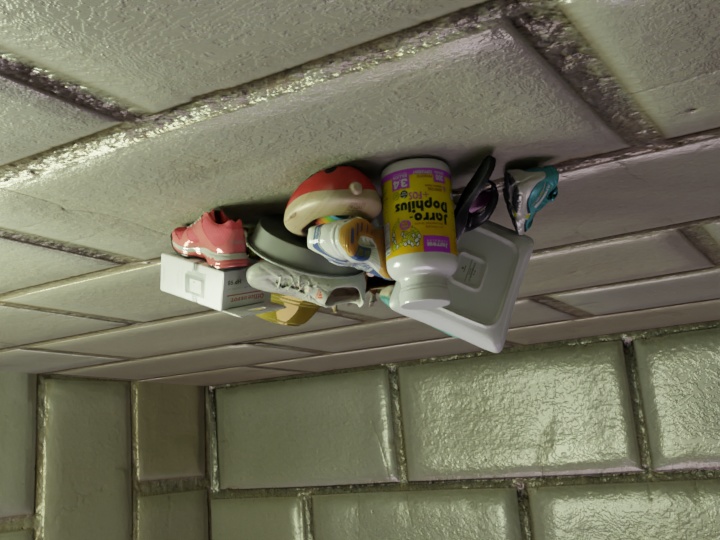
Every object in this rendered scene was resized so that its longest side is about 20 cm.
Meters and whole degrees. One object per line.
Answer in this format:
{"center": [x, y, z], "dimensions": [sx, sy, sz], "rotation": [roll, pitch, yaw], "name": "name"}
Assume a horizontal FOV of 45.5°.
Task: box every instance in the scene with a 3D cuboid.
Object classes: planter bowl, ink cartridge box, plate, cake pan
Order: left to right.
{"center": [-0.225, 0.016, 1.422], "dimensions": [0.198, 0.068, 0.115], "rotation": [15, -165, 37], "name": "ink cartridge box"}
{"center": [-0.141, 0.049, 1.548], "dimensions": [0.198, 0.085, 0.200], "rotation": [17, -175, -1], "name": "planter bowl"}
{"center": [-0.083, -0.043, 1.370], "dimensions": [0.197, 0.037, 0.201], "rotation": [14, -162, -5], "name": "cake pan"}
{"center": [0.166, 0.002, 1.353], "dimensions": [0.198, 0.202, 0.032], "rotation": [22, 167, -7], "name": "plate"}

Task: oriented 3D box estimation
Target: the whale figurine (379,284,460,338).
{"center": [0.134, 0.062, 1.449], "dimensions": [0.197, 0.106, 0.159], "rotation": [-1, -176, -16], "name": "whale figurine"}

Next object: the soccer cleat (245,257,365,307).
{"center": [-0.083, 0.020, 1.370], "dimensions": [0.197, 0.078, 0.070], "rotation": [3, 137, -19], "name": "soccer cleat"}

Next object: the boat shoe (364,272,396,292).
{"center": [0.000, 0.000, 1.491], "dimensions": [0.197, 0.069, 0.072], "rotation": [-6, 144, 1], "name": "boat shoe"}

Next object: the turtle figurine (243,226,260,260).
{"center": [-0.157, -0.038, 1.521], "dimensions": [0.159, 0.065, 0.200], "rotation": [-3, 167, -5], "name": "turtle figurine"}

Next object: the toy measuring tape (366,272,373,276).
{"center": [-0.077, -0.006, 1.454], "dimensions": [0.197, 0.075, 0.074], "rotation": [14, 165, -8], "name": "toy measuring tape"}

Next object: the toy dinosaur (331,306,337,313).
{"center": [-0.114, 0.005, 1.712], "dimensions": [0.199, 0.059, 0.101], "rotation": [35, -177, -3], "name": "toy dinosaur"}

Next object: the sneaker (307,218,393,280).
{"center": [-0.005, -0.036, 1.266], "dimensions": [0.087, 0.076, 0.200], "rotation": [2, 166, 28], "name": "sneaker"}

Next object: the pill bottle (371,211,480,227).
{"center": [0.105, -0.050, 1.429], "dimensions": [0.197, 0.116, 0.114], "rotation": [2, 166, -21], "name": "pill bottle"}

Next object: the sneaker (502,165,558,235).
{"center": [0.266, -0.109, 1.322], "dimensions": [0.079, 0.079, 0.200], "rotation": [-17, 168, 3], "name": "sneaker"}

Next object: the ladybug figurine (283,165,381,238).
{"center": [-0.041, -0.101, 1.259], "dimensions": [0.134, 0.073, 0.199], "rotation": [2, 167, -27], "name": "ladybug figurine"}

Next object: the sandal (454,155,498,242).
{"center": [0.167, -0.089, 1.258], "dimensions": [0.047, 0.076, 0.201], "rotation": [22, 138, -1], "name": "sandal"}

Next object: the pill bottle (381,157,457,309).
{"center": [0.085, -0.050, 1.226], "dimensions": [0.103, 0.203, 0.104], "rotation": [-4, 168, -1], "name": "pill bottle"}

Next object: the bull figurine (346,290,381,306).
{"center": [-0.022, 0.008, 1.689], "dimensions": [0.198, 0.122, 0.065], "rotation": [-2, 142, -40], "name": "bull figurine"}

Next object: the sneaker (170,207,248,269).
{"center": [-0.242, -0.061, 1.400], "dimensions": [0.073, 0.088, 0.199], "rotation": [-4, -165, -41], "name": "sneaker"}
